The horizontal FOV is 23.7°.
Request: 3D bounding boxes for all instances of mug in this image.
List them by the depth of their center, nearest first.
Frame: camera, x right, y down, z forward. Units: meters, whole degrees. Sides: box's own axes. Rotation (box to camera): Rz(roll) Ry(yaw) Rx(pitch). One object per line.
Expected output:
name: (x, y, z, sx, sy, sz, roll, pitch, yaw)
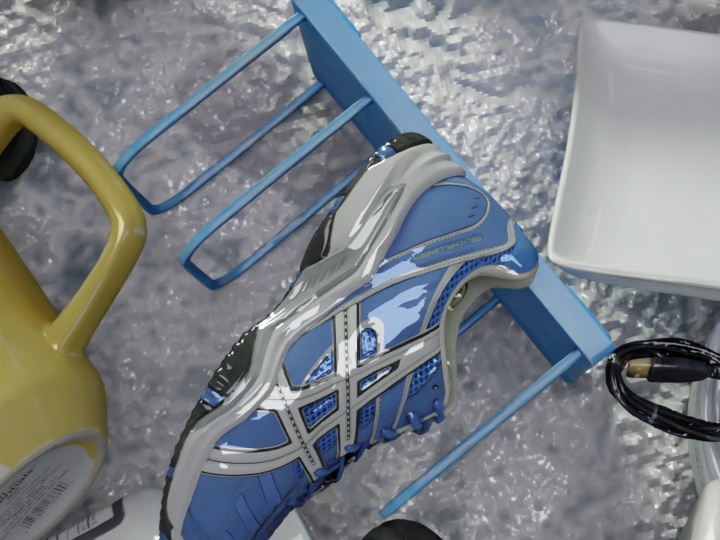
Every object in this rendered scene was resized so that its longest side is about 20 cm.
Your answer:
mug: (-0.183, 0.036, 0.731, 0.153, 0.187, 0.149, 44, 44, 19)

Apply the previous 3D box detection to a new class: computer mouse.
computer mouse: (0.204, 0.042, 0.736, 0.199, 0.034, 0.059, -5, 82, -8)

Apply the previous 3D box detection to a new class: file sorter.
file sorter: (0.000, 0.000, 0.774, 0.123, 0.139, 0.200, -39, 83, -2)

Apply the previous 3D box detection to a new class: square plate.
square plate: (0.190, -0.042, 0.781, 0.197, 0.029, 0.200, 9, 40, 6)

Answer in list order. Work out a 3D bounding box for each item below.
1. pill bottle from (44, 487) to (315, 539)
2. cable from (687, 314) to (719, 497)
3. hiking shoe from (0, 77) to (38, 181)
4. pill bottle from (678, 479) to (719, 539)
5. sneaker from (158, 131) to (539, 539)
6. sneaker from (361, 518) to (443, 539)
pill bottle: (-0.109, 0.165, 0.758, 0.199, 0.111, 0.111, -28, 82, -4)
cable: (0.251, 0.075, 0.794, 0.199, 0.069, 0.201, -27, 81, -4)
hiking shoe: (-0.257, -0.066, 0.800, 0.199, 0.101, 0.076, -13, 81, -2)
pill bottle: (0.217, 0.170, 0.693, 0.199, 0.113, 0.114, 20, 81, 8)
sneaker: (-0.008, 0.046, 0.664, 0.077, 0.076, 0.200, 34, 93, 12)
sneaker: (0.079, 0.160, 0.761, 0.200, 0.074, 0.089, 49, 67, -25)
